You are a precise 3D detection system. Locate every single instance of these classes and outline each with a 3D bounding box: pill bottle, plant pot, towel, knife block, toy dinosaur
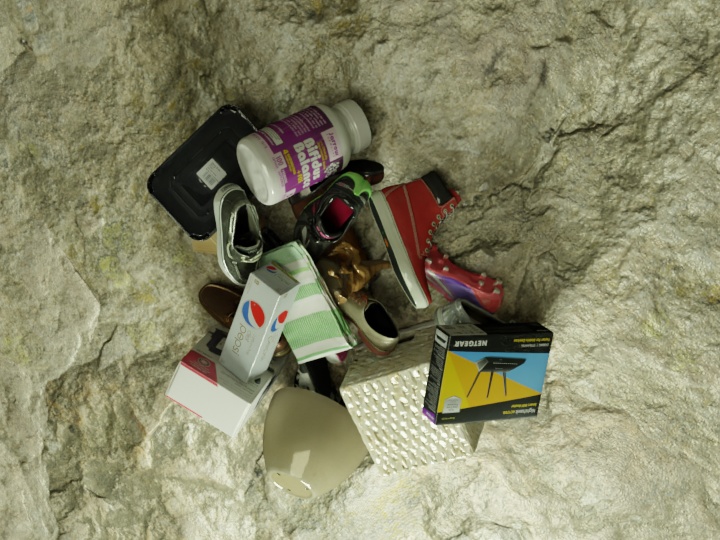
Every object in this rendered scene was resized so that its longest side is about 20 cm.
[{"bbox_3d":[-0.085,-0.192,1.597,0.112,0.198,0.113,48,155,31],"label":"pill bottle"},{"bbox_3d":[-0.094,0.319,1.792,0.198,0.136,0.202,20,147,13],"label":"plant pot"},{"bbox_3d":[-0.103,0.055,1.707,0.151,0.023,0.202,-20,102,44],"label":"towel"},{"bbox_3d":[-0.204,-0.080,1.760,0.173,0.064,0.203,5,113,15],"label":"knife block"},{"bbox_3d":[0.000,0.000,1.675,0.107,0.199,0.060,55,134,3],"label":"toy dinosaur"}]

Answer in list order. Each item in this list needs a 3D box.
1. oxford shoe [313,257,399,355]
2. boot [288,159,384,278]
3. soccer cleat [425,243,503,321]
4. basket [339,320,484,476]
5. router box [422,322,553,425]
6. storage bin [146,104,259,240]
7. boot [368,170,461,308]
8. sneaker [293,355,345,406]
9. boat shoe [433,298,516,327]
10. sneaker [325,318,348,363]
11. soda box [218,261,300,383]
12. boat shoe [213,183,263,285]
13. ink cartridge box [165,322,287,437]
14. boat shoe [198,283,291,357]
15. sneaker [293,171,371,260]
[{"bbox_3d":[-0.003,0.047,1.689,0.200,0.070,0.075,45,153,5],"label":"oxford shoe"},{"bbox_3d":[-0.018,-0.072,1.703,0.186,0.069,0.203,-14,110,19],"label":"boot"},{"bbox_3d":[0.142,0.017,1.693,0.198,0.067,0.077,25,122,3],"label":"soccer cleat"},{"bbox_3d":[0.093,0.220,1.741,0.196,0.161,0.202,-18,108,23],"label":"basket"},{"bbox_3d":[0.202,0.161,1.614,0.197,0.051,0.152,0,108,-27],"label":"router box"},{"bbox_3d":[-0.238,-0.157,1.669,0.200,0.094,0.135,-44,96,-5],"label":"storage bin"},{"bbox_3d":[0.111,-0.052,1.627,0.142,0.072,0.203,-19,85,-9],"label":"boot"},{"bbox_3d":[-0.096,0.213,1.844,0.087,0.074,0.203,-9,113,25],"label":"sneaker"},{"bbox_3d":[0.210,0.102,1.662,0.200,0.075,0.065,29,137,-28],"label":"boat shoe"},{"bbox_3d":[-0.092,0.078,1.789,0.088,0.081,0.202,-27,96,30],"label":"sneaker"},{"bbox_3d":[-0.169,0.088,1.704,0.068,0.063,0.202,35,125,17],"label":"soda box"},{"bbox_3d":[-0.191,-0.043,1.632,0.064,0.070,0.202,42,152,37],"label":"boat shoe"},{"bbox_3d":[-0.232,0.182,1.805,0.143,0.200,0.085,30,116,3],"label":"ink cartridge box"},{"bbox_3d":[-0.205,0.080,1.807,0.199,0.068,0.073,32,81,12],"label":"boat shoe"},{"bbox_3d":[-0.058,-0.078,1.634,0.076,0.084,0.200,35,133,-5],"label":"sneaker"}]
